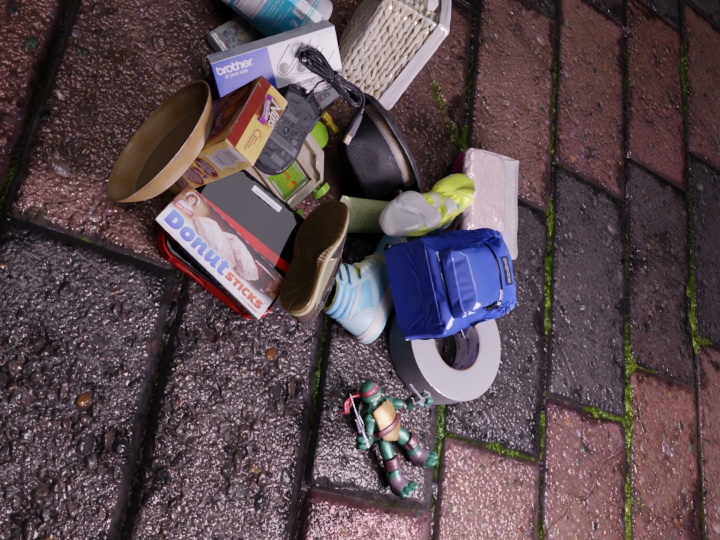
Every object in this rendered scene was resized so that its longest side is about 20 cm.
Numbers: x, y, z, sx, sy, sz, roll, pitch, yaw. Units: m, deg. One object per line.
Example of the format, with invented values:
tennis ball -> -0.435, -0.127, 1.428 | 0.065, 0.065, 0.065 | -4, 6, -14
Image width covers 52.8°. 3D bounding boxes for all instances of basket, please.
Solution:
basket -> 0.051, -0.404, 1.238 | 0.122, 0.200, 0.138 | 22, 50, -19

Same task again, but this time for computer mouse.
computer mouse -> -0.080, -0.220, 1.108 | 0.139, 0.046, 0.203 | 31, 83, -24

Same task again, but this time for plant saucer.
plant saucer -> -0.259, -0.164, 0.967 | 0.035, 0.198, 0.203 | 41, 56, -35

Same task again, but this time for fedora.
fedora -> 0.019, -0.186, 1.198 | 0.091, 0.201, 0.203 | -33, 96, -5

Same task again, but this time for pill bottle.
pill bottle -> -0.148, -0.439, 1.142 | 0.199, 0.110, 0.112 | 36, 59, -22

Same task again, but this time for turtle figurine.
turtle figurine -> 0.046, 0.237, 1.115 | 0.149, 0.100, 0.203 | -34, 112, -22

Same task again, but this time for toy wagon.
toy wagon -> -0.113, -0.176, 1.146 | 0.200, 0.039, 0.156 | -46, 109, -28

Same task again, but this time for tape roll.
tape roll -> 0.146, 0.123, 1.237 | 0.197, 0.066, 0.205 | 11, 70, -31

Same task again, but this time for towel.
towel -> 0.238, -0.113, 1.329 | 0.189, 0.032, 0.205 | -4, 96, -52

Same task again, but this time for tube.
tube -> 0.035, -0.092, 1.227 | 0.197, 0.051, 0.059 | -2, 93, -37

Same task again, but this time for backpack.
backpack -> 0.163, 0.019, 1.137 | 0.198, 0.166, 0.166 | -10, 93, -43

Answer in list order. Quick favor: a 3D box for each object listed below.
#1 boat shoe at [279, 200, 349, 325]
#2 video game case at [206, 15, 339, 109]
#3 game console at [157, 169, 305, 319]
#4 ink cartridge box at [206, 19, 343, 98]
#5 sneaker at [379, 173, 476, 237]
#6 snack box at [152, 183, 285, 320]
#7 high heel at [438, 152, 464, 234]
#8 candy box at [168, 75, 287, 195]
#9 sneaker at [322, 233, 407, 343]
boat shoe -> -0.065, -0.013, 1.083 | 0.065, 0.072, 0.202 | 72, 36, -55
video game case -> -0.132, -0.344, 1.209 | 0.201, 0.023, 0.182 | 53, 54, -10
game console -> -0.179, -0.047, 1.069 | 0.199, 0.031, 0.179 | 39, 66, -20
ink cartridge box -> -0.127, -0.306, 1.113 | 0.197, 0.044, 0.095 | -20, 126, -11
sneaker -> 0.104, -0.082, 1.180 | 0.198, 0.106, 0.076 | -24, 67, -30
snack box -> -0.196, -0.024, 1.025 | 0.200, 0.024, 0.072 | 46, 65, -17
high heel -> 0.174, -0.121, 1.323 | 0.095, 0.067, 0.205 | 4, 77, -44
candy box -> -0.199, -0.181, 1.003 | 0.056, 0.198, 0.118 | 41, 56, -30
sneaker -> 0.000, 0.000, 1.165 | 0.130, 0.079, 0.203 | 33, 59, -24
